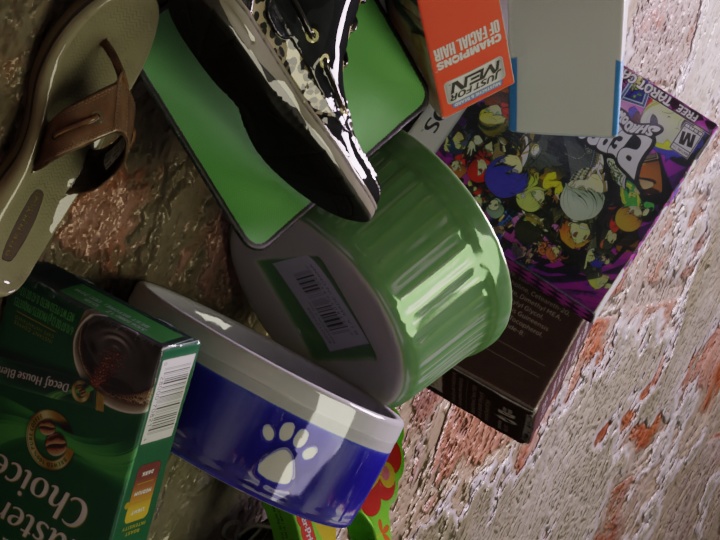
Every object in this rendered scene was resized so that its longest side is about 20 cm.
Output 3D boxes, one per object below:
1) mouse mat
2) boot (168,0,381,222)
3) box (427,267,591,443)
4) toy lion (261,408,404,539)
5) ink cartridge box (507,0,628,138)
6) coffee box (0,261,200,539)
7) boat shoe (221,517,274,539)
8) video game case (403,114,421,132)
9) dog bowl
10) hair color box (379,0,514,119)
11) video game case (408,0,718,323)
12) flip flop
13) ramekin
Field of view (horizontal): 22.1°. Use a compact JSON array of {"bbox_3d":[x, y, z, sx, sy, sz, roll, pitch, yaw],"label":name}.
[{"bbox_3d":[-0.048,-0.128,1.182,0.200,0.007,0.162,-43,109,-37],"label":"mouse mat"},{"bbox_3d":[-0.015,-0.144,1.129,0.154,0.073,0.204,-54,131,-22],"label":"boot"},{"bbox_3d":[0.115,0.007,1.501,0.201,0.163,0.166,-60,170,-10],"label":"box"},{"bbox_3d":[-0.023,0.163,1.449,0.191,0.068,0.202,-19,94,-55],"label":"toy lion"},{"bbox_3d":[0.154,-0.218,1.332,0.147,0.085,0.201,84,11,-50],"label":"ink cartridge box"},{"bbox_3d":[-0.178,0.112,1.125,0.044,0.122,0.202,-14,125,-60],"label":"coffee box"},{"bbox_3d":[-0.077,0.231,1.479,0.074,0.068,0.200,82,29,-45],"label":"boat shoe"},{"bbox_3d":[0.062,-0.171,1.431,0.143,0.018,0.201,-32,145,-49],"label":"video game case"},{"bbox_3d":[-0.075,0.087,1.209,0.079,0.199,0.200,-62,154,1],"label":"dog bowl"},{"bbox_3d":[0.040,-0.215,1.237,0.064,0.111,0.201,-27,137,-9],"label":"hair color box"},{"bbox_3d":[0.144,-0.089,1.419,0.182,0.199,0.036,-54,170,-11],"label":"video game case"},{"bbox_3d":[-0.164,-0.072,1.063,0.201,0.057,0.081,-63,152,-1],"label":"flip flop"},{"bbox_3d":[0.000,0.000,1.290,0.098,0.199,0.201,-39,145,-29],"label":"ramekin"}]
